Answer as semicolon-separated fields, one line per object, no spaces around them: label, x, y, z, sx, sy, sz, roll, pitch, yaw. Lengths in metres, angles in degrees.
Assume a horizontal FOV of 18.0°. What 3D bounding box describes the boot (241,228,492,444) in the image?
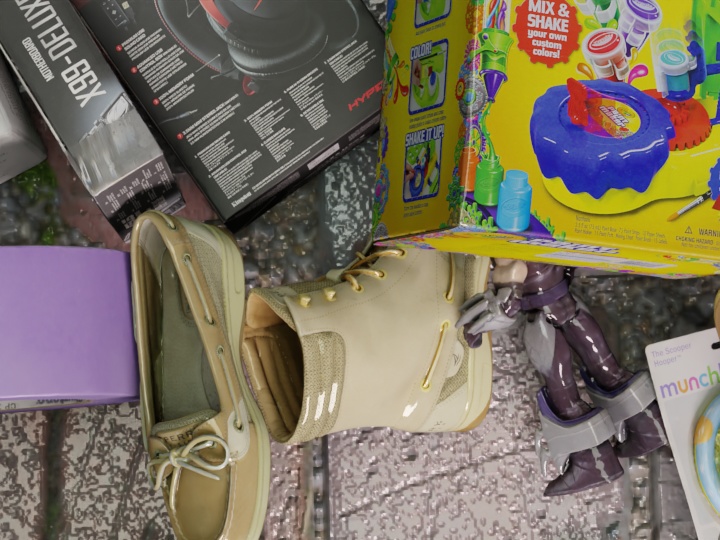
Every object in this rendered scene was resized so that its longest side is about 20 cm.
boot;0.000;0.000;1.343;0.154;0.073;0.202;-2;89;-38

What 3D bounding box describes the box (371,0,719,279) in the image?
box;0.124;-0.103;1.247;0.198;0.122;0.195;6;84;-22

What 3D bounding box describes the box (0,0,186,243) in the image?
box;-0.167;-0.105;1.329;0.050;0.200;0.158;-31;85;-4

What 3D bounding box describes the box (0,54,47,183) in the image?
box;-0.324;-0.117;1.370;0.199;0.131;0.200;-27;84;-1

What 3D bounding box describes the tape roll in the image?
tape roll;-0.225;0.039;1.318;0.198;0.200;0.086;-3;85;2

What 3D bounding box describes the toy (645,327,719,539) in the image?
toy;0.252;0.128;1.350;0.114;0.047;0.202;-13;87;-29

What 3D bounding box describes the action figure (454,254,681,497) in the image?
action figure;0.113;0.028;1.352;0.130;0.069;0.201;-29;99;-40

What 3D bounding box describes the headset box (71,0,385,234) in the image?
headset box;-0.078;-0.148;1.392;0.148;0.075;0.201;-36;85;-2

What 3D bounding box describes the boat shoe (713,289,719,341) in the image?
boat shoe;0.272;0.050;1.328;0.071;0.065;0.200;-29;127;29

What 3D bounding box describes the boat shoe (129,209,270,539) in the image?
boat shoe;-0.097;0.067;1.274;0.073;0.063;0.203;-13;72;32
